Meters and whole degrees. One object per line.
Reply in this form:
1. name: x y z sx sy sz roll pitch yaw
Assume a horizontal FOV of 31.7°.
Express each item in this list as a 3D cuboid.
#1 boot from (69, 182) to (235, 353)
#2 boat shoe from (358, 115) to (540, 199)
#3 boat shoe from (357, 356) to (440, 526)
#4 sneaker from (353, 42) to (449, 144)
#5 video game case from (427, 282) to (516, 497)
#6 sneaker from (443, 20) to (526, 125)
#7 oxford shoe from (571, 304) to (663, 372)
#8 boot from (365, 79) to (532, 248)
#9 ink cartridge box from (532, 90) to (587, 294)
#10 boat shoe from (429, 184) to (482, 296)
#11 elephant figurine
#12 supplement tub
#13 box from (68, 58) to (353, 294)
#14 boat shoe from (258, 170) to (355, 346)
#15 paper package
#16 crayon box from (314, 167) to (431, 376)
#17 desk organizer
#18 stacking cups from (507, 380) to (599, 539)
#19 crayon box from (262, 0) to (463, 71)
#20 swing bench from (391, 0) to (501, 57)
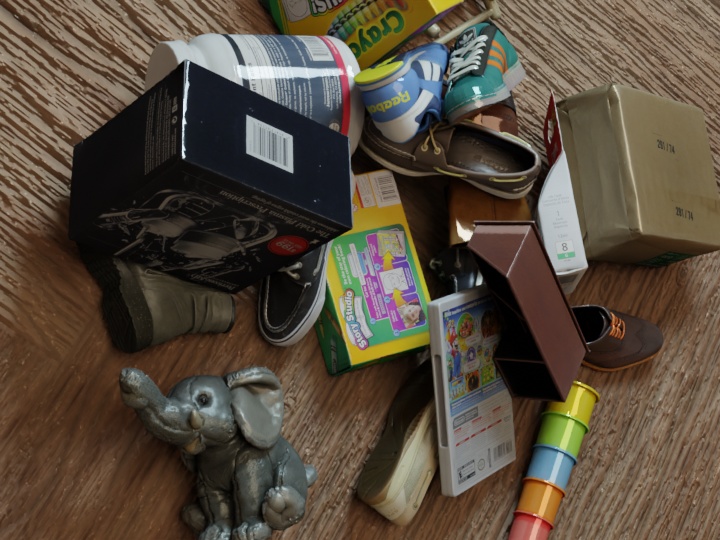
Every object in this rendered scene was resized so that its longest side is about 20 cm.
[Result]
1. boot: -0.205 -0.021 1.262 0.130 0.067 0.202 -15 85 -40
2. boat shoe: 0.094 -0.131 1.346 0.198 0.060 0.072 18 73 1
3. boat shoe: 0.068 0.173 1.341 0.065 0.072 0.201 42 61 -25
4. sneaker: 0.051 -0.185 1.316 0.083 0.073 0.200 66 26 -10
5. video game case: 0.120 0.121 1.341 0.143 0.018 0.202 -15 103 -55
6. sneaker: 0.119 -0.211 1.331 0.080 0.071 0.200 62 24 -10
7. oxford shoe: 0.282 0.076 1.473 0.198 0.072 0.072 3 74 -27
8. boot: 0.093 -0.113 1.404 0.186 0.069 0.202 3 66 -18
9. ink cartridge box: 0.209 -0.080 1.428 0.050 0.161 0.202 -11 79 2
10. boat shoe: 0.108 -0.006 1.420 0.062 0.073 0.202 9 70 3
11. elephant figurine: -0.129 0.152 1.197 0.140 0.155 0.202 -24 97 -8
12. supplement tub: -0.108 -0.170 1.298 0.198 0.140 0.142 -5 78 -28
13. box: -0.138 -0.077 1.178 0.199 0.181 0.105 21 56 -39
14. boat shoe: -0.064 -0.019 1.277 0.071 0.068 0.202 26 100 21
15. paper package: 0.329 -0.106 1.501 0.199 0.103 0.193 4 74 -46
16. crayon box: 0.000 0.000 1.355 0.118 0.058 0.202 -13 82 -29
17. desk organizer: 0.171 0.046 1.340 0.077 0.071 0.201 -60 136 -34
18. stacking cups: 0.213 0.222 1.404 0.060 0.060 0.201 28 65 -18
19. crayon box: -0.012 -0.304 1.347 0.058 0.199 0.174 -31 91 -44
20. swing bench: 0.067 -0.359 1.452 0.198 0.130 0.201 -34 88 -30
